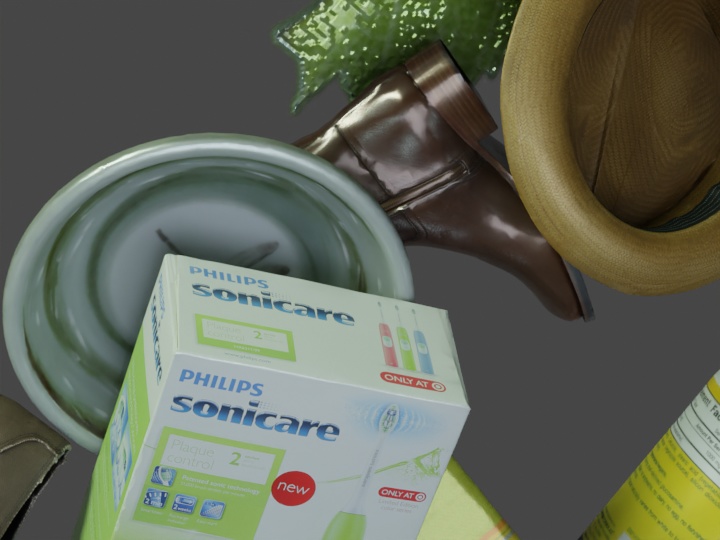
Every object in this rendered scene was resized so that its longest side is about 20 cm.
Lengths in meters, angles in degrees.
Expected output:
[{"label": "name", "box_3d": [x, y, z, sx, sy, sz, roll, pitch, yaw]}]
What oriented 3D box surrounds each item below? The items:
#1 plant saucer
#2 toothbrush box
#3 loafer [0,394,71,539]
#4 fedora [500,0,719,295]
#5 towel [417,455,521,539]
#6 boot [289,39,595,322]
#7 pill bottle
[{"label": "plant saucer", "box_3d": [-0.075, 0.010, 1.281, 0.199, 0.050, 0.201, -4, 125, -6]}, {"label": "toothbrush box", "box_3d": [-0.050, 0.106, 1.269, 0.145, 0.086, 0.200, 12, 121, -16]}, {"label": "loafer", "box_3d": [-0.192, 0.157, 1.272, 0.071, 0.073, 0.201, 17, 87, 0]}, {"label": "fedora", "box_3d": [0.137, -0.087, 1.309, 0.200, 0.082, 0.201, 1, 88, -27]}, {"label": "towel", "box_3d": [0.027, 0.138, 1.395, 0.086, 0.018, 0.200, -39, 94, 0]}, {"label": "boot", "box_3d": [0.000, 0.000, 1.346, 0.200, 0.064, 0.187, -32, 114, 6]}, {"label": "pill bottle", "box_3d": [0.208, 0.121, 1.402, 0.112, 0.112, 0.200, 35, 101, -21]}]
